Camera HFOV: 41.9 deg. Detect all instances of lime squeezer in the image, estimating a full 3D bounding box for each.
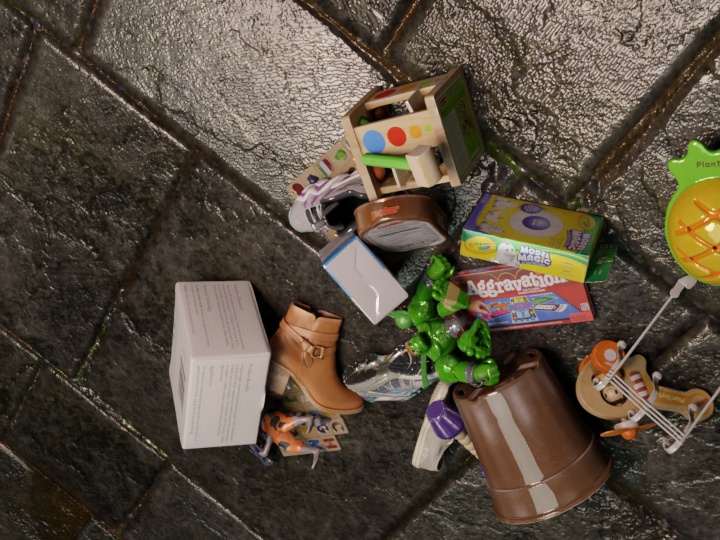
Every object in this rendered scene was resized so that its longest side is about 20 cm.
[{"bbox_3d":[0.069,0.098,1.488,0.200,0.070,0.038,50,173,28],"label":"lime squeezer"}]

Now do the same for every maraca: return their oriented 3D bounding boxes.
[{"bbox_3d":[0.448,-0.070,1.173,0.136,0.107,0.201,-1,117,27],"label":"maraca"}]

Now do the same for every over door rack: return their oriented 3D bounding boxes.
[{"bbox_3d":[0.435,0.129,1.295,0.148,0.067,0.200,40,92,-2],"label":"over door rack"}]

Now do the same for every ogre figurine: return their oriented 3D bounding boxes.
[{"bbox_3d":[0.132,0.091,1.404,0.200,0.098,0.120,49,141,5],"label":"ogre figurine"}]

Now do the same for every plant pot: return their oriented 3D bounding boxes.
[{"bbox_3d":[0.246,0.239,1.413,0.199,0.200,0.199,-24,99,34],"label":"plant pot"}]

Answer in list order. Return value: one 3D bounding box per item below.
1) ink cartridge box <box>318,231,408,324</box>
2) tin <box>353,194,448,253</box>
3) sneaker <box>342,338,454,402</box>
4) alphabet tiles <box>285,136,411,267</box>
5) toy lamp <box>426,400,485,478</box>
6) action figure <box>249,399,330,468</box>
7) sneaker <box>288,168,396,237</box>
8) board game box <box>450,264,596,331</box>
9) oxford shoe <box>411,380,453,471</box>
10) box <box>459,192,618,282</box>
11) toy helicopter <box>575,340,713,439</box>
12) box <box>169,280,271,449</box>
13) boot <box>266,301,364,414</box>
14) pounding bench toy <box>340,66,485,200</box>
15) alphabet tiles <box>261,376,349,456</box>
[{"bbox_3d":[0.000,0.000,1.406,0.068,0.200,0.116,-41,100,2],"label":"ink cartridge box"},{"bbox_3d":[0.061,-0.062,1.314,0.111,0.200,0.042,-16,76,15],"label":"tin"},{"bbox_3d":[0.074,0.169,1.531,0.199,0.078,0.086,-13,133,30],"label":"sneaker"},{"bbox_3d":[0.001,-0.095,1.438,0.167,0.008,0.200,-35,100,36],"label":"alphabet tiles"},{"bbox_3d":[0.168,0.267,1.494,0.058,0.059,0.200,-14,139,31],"label":"toy lamp"},{"bbox_3d":[-0.155,0.285,1.699,0.192,0.105,0.201,19,152,22],"label":"action figure"},{"bbox_3d":[-0.049,-0.086,1.374,0.199,0.140,0.078,-25,106,34],"label":"sneaker"},{"bbox_3d":[0.239,0.037,1.394,0.199,0.019,0.104,-9,113,30],"label":"board game box"},{"bbox_3d":[0.130,0.256,1.544,0.057,0.075,0.201,18,129,12],"label":"oxford shoe"},{"bbox_3d":[0.247,-0.044,1.280,0.198,0.117,0.049,15,125,16],"label":"box"},{"bbox_3d":[0.407,0.187,1.345,0.198,0.133,0.079,11,155,-1],"label":"toy helicopter"},{"bbox_3d":[-0.238,0.153,1.560,0.130,0.201,0.200,-1,126,-19],"label":"box"},{"bbox_3d":[-0.059,0.149,1.574,0.199,0.074,0.156,20,101,-19],"label":"boot"},{"bbox_3d":[0.053,-0.166,1.249,0.155,0.200,0.125,-8,115,28],"label":"pounding bench toy"},{"bbox_3d":[-0.122,0.266,1.711,0.199,0.006,0.167,-13,111,31],"label":"alphabet tiles"}]
